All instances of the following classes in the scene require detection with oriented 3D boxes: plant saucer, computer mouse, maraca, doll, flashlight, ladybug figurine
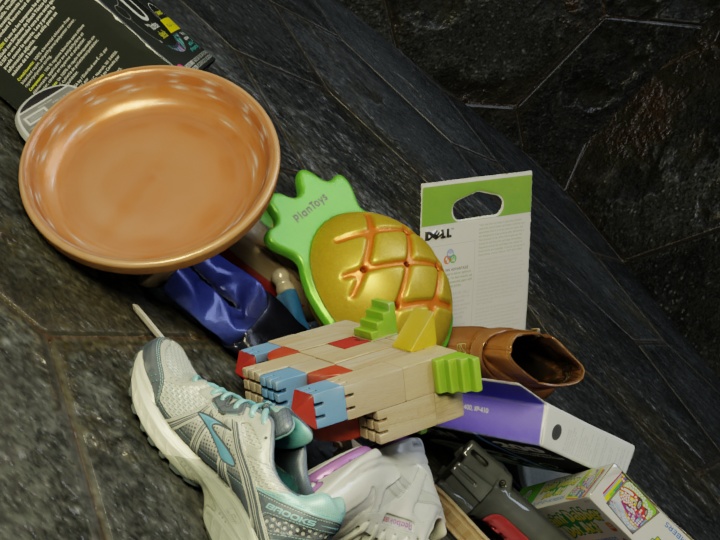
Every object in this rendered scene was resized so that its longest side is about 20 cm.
[{"bbox_3d":[-0.161,-0.075,1.045,0.200,0.200,0.037,53,-20,29],"label":"plant saucer"},{"bbox_3d":[-0.204,-0.080,1.099,0.200,0.110,0.044,43,-24,27],"label":"computer mouse"},{"bbox_3d":[0.000,0.000,1.167,0.200,0.107,0.137,48,46,0],"label":"maraca"},{"bbox_3d":[-0.086,0.043,1.121,0.200,0.048,0.137,42,35,-19],"label":"doll"},{"bbox_3d":[0.146,0.243,1.193,0.200,0.068,0.068,41,57,-1],"label":"flashlight"},{"bbox_3d":[-0.097,-0.021,1.236,0.200,0.072,0.136,41,15,-15],"label":"ladybug figurine"}]

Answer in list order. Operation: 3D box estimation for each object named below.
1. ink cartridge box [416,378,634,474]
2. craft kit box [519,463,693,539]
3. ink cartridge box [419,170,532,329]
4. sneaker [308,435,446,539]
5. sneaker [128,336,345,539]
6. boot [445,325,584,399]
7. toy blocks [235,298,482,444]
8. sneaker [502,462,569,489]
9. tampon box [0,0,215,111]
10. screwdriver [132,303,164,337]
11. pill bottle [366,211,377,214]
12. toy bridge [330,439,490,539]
[{"bbox_3d":[0.112,0.136,1.218,0.198,0.043,0.200,4,-19,43],"label":"ink cartridge box"},{"bbox_3d":[0.243,0.265,1.219,0.198,0.049,0.200,46,-22,0],"label":"craft kit box"},{"bbox_3d":[0.090,0.001,1.329,0.148,0.201,0.076,-9,18,-35],"label":"ink cartridge box"},{"bbox_3d":[0.011,0.177,0.978,0.200,0.075,0.100,-4,67,-61],"label":"sneaker"},{"bbox_3d":[-0.076,0.112,0.894,0.200,0.086,0.078,52,15,26],"label":"sneaker"},{"bbox_3d":[0.150,0.087,1.248,0.200,0.077,0.155,21,-18,-35],"label":"boot"},{"bbox_3d":[-0.024,0.087,1.010,0.136,0.100,0.200,-14,15,-31],"label":"toy blocks"},{"bbox_3d":[0.161,0.175,1.412,0.200,0.071,0.099,56,-13,-22],"label":"sneaker"},{"bbox_3d":[-0.252,-0.202,1.202,0.200,0.126,0.150,42,14,-9],"label":"tampon box"},{"bbox_3d":[-0.110,0.084,0.980,0.200,0.029,0.028,51,0,32],"label":"screwdriver"},{"bbox_3d":[0.051,0.029,1.428,0.200,0.111,0.111,32,19,-39],"label":"pill bottle"},{"bbox_3d":[0.051,0.196,1.131,0.200,0.027,0.067,39,15,-21],"label":"toy bridge"}]
